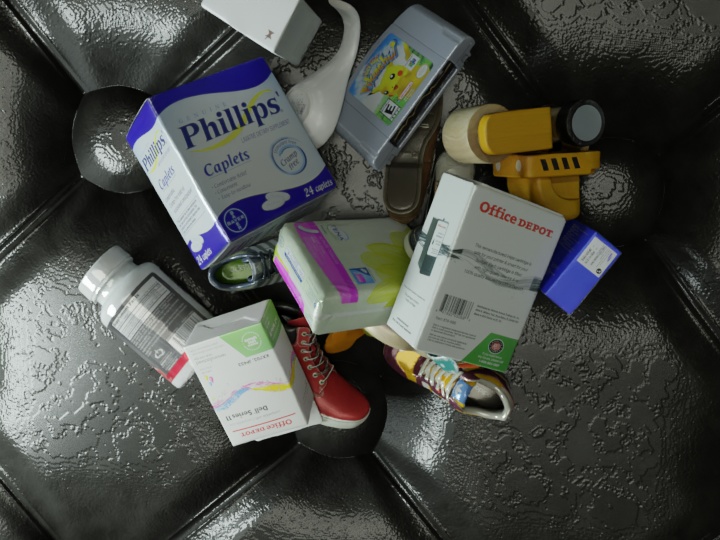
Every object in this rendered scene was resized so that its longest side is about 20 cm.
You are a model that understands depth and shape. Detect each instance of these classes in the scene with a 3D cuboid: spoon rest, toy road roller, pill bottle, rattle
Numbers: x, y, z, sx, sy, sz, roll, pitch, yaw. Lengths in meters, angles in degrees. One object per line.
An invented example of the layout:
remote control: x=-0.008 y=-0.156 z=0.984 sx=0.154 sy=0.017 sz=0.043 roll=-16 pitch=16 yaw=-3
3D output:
spoon rest: x=-0.050 y=-0.255 z=1.048 sx=0.099 sy=0.060 sz=0.203 roll=33 pitch=107 yaw=33
toy road roller: x=0.210 y=-0.136 z=0.994 sx=0.196 sy=0.123 sz=0.149 roll=-6 pitch=99 yaw=-16
pill bottle: x=-0.292 y=0.061 z=1.098 sx=0.199 sy=0.111 sz=0.111 roll=41 pitch=100 yaw=-3
rattle: x=0.048 y=0.114 z=1.053 sx=0.199 sy=0.130 sz=0.144 roll=38 pitch=99 yaw=14

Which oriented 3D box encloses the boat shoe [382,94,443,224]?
boat shoe: x=0.068 y=-0.164 z=1.055 sx=0.071 sy=0.068 sz=0.204 roll=13 pitch=81 yaw=12

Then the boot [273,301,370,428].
boot: x=-0.059 y=0.129 z=1.085 sx=0.198 sy=0.073 sz=0.145 roll=30 pitch=130 yaw=0

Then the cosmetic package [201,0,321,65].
cosmetic package: x=-0.116 y=-0.319 z=0.972 sx=0.100 sy=0.200 sz=0.072 roll=31 pitch=101 yaw=-3

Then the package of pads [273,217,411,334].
package of pads: x=0.000 y=0.000 z=1.008 sx=0.197 sy=0.155 sz=0.069 roll=-4 pitch=130 yaw=-30

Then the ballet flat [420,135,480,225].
ballet flat: x=0.123 y=-0.100 z=1.060 sx=0.067 sy=0.068 sz=0.204 roll=12 pitch=100 yaw=3

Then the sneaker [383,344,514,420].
sneaker: x=0.124 y=0.146 z=1.092 sx=0.197 sy=0.090 sz=0.076 roll=21 pitch=101 yaw=1

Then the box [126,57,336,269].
box: x=-0.163 y=-0.139 z=0.999 sx=0.183 sy=0.105 sz=0.202 roll=-31 pitch=88 yaw=-35

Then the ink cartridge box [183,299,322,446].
ink cartridge box: x=-0.136 y=0.154 z=1.037 sx=0.115 sy=0.068 sz=0.203 roll=-18 pitch=112 yaw=12

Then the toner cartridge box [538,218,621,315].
toner cartridge box: x=0.261 y=-0.016 z=0.997 sx=0.043 sy=0.200 sz=0.095 roll=38 pitch=101 yaw=-5

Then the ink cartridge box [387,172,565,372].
ink cartridge box: x=0.138 y=0.002 z=0.935 sx=0.144 sy=0.083 sz=0.203 roll=17 pitch=99 yaw=-27

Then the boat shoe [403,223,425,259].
boat shoe: x=0.153 y=-0.043 z=1.013 sx=0.196 sy=0.076 sz=0.066 roll=6 pitch=147 yaw=-27

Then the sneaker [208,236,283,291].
sneaker: x=-0.123 y=-0.009 z=1.088 sx=0.196 sy=0.081 sz=0.075 roll=-18 pitch=99 yaw=7

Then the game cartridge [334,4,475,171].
game cartridge: x=0.046 y=-0.243 z=1.018 sx=0.040 sy=0.134 sz=0.201 roll=27 pitch=105 yaw=-45
